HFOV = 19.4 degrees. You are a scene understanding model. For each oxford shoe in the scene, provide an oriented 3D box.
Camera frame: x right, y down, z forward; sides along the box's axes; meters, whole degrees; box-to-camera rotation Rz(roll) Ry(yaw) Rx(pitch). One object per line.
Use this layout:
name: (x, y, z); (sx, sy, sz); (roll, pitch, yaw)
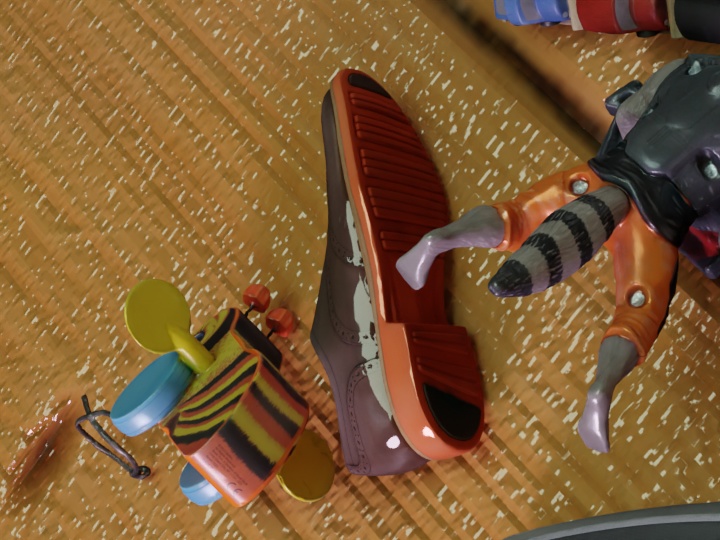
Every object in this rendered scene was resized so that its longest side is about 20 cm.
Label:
oxford shoe: (0.000, 0.000, 1.004); (0.072, 0.071, 0.200); (-25, 64, 35)

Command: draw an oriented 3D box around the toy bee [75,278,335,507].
toy bee: (-0.072, 0.049, 1.020); (0.109, 0.131, 0.200); (-49, 39, -15)

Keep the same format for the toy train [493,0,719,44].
toy train: (0.121, -0.118, 0.932); (0.200, 0.046, 0.034); (16, 121, 54)

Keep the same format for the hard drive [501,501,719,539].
hard drive: (0.139, 0.161, 0.871); (0.200, 0.042, 0.135); (-9, 72, 35)

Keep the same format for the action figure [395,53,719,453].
action figure: (0.142, -0.018, 0.870); (0.193, 0.105, 0.200); (-43, 56, -15)
